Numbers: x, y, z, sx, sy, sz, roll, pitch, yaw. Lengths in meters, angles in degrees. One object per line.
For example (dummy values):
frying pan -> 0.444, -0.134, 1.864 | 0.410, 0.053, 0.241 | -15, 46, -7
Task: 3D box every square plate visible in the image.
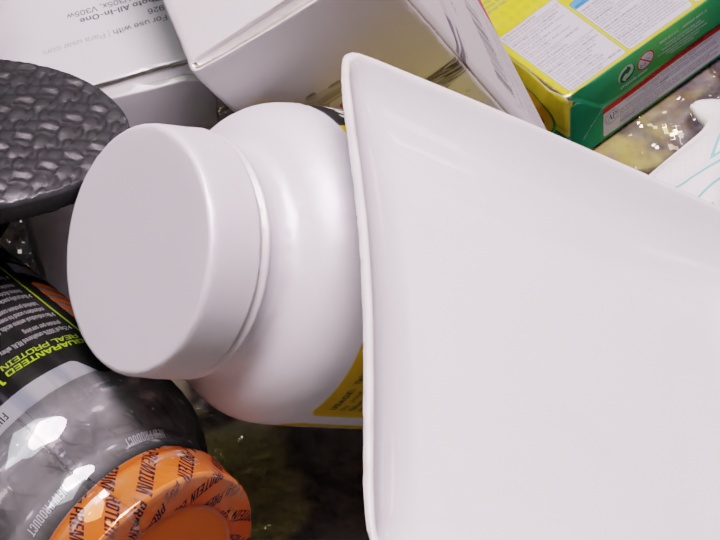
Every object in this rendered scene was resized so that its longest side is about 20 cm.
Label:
square plate -> 0.076, 0.040, 0.852 | 0.199, 0.028, 0.199 | 21, 46, -27

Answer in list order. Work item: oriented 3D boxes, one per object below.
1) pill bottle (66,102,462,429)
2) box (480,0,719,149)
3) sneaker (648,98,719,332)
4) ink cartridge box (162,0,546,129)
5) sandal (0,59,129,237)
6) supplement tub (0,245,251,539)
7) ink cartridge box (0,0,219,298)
pill bottle -> 0.000, 0.000, 0.931 | 0.199, 0.113, 0.113 | 6, 36, -41
box -> 0.064, -0.141, 1.152 | 0.117, 0.049, 0.200 | -34, 56, -22
sneaker -> 0.139, 0.003, 1.012 | 0.080, 0.071, 0.201 | 9, 43, 23
ink cartridge box -> -0.013, -0.111, 1.008 | 0.082, 0.200, 0.147 | -30, 60, 11
sandal -> -0.177, -0.022, 0.904 | 0.199, 0.048, 0.076 | -19, 55, -19
supplement tub -> -0.140, 0.060, 0.944 | 0.122, 0.123, 0.200 | -38, 55, -25
ink cartridge box -> -0.114, -0.089, 1.056 | 0.083, 0.146, 0.201 | -16, 49, -6
